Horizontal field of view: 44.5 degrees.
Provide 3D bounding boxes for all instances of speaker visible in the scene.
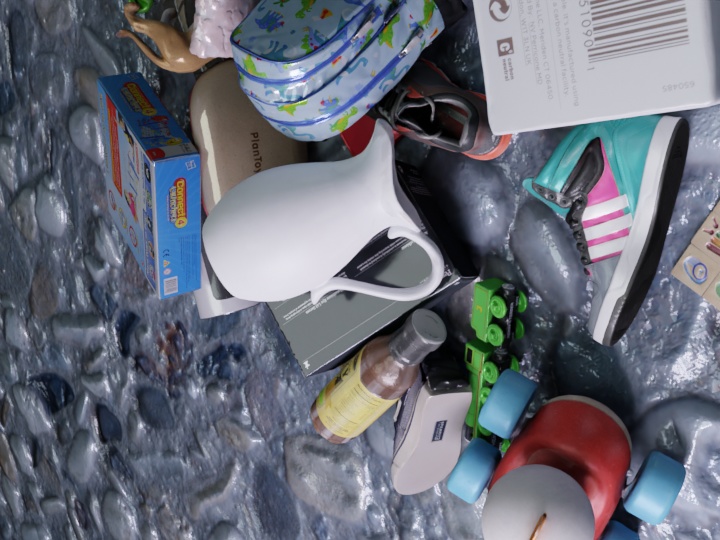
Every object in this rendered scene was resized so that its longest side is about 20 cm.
[{"bbox_3d":[-0.191,-0.044,1.126,0.081,0.081,0.201,-11,94,44],"label":"speaker"}]

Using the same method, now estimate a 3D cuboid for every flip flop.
[{"bbox_3d":[-0.178,-0.288,1.063,0.081,0.058,0.201,-5,114,39],"label":"flip flop"}]

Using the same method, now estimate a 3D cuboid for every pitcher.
[{"bbox_3d":[-0.033,-0.027,0.837,0.199,0.121,0.172,-23,97,10],"label":"pitcher"}]

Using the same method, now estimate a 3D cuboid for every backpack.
[{"bbox_3d":[-0.027,-0.218,0.824,0.163,0.154,0.200,38,95,31],"label":"backpack"}]

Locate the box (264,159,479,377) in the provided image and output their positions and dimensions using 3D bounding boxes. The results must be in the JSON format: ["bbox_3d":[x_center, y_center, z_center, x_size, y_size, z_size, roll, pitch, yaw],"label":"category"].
[{"bbox_3d":[0.000,0.000,0.917,0.200,0.079,0.142,-33,76,20],"label":"box"}]

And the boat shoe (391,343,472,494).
[{"bbox_3d":[0.068,0.154,0.963,0.093,0.074,0.201,-111,27,-43],"label":"boat shoe"}]

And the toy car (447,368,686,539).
[{"bbox_3d":[0.155,0.220,0.773,0.184,0.200,0.178,30,122,17],"label":"toy car"}]

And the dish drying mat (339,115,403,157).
[{"bbox_3d":[-0.026,-0.208,0.966,0.077,0.018,0.201,-42,73,40],"label":"dish drying mat"}]

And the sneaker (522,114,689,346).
[{"bbox_3d":[0.196,-0.044,0.761,0.120,0.083,0.201,21,108,32],"label":"sneaker"}]

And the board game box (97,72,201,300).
[{"bbox_3d":[-0.255,-0.103,1.064,0.196,0.056,0.201,51,145,39],"label":"board game box"}]

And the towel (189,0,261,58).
[{"bbox_3d":[-0.075,-0.304,0.853,0.032,0.191,0.201,27,115,32],"label":"towel"}]

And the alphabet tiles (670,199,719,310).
[{"bbox_3d":[0.358,-0.025,0.673,0.167,0.008,0.201,43,127,26],"label":"alphabet tiles"}]

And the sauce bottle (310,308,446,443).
[{"bbox_3d":[0.018,0.107,0.898,0.065,0.065,0.200,55,133,16],"label":"sauce bottle"}]

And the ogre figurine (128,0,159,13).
[{"bbox_3d":[-0.269,-0.430,1.068,0.120,0.098,0.201,-12,72,50],"label":"ogre figurine"}]

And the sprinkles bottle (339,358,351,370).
[{"bbox_3d":[-0.031,0.037,1.010,0.068,0.068,0.201,-43,73,41],"label":"sprinkles bottle"}]

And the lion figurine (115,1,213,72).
[{"bbox_3d":[-0.163,-0.262,0.966,0.199,0.072,0.123,-28,75,5],"label":"lion figurine"}]

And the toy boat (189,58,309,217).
[{"bbox_3d":[-0.135,-0.146,1.034,0.131,0.130,0.201,-157,58,-69],"label":"toy boat"}]

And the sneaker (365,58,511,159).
[{"bbox_3d":[0.051,-0.166,0.858,0.199,0.082,0.077,25,111,33],"label":"sneaker"}]

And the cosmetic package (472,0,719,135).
[{"bbox_3d":[0.201,-0.198,0.632,0.164,0.200,0.166,-1,102,42],"label":"cosmetic package"}]

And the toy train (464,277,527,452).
[{"bbox_3d":[0.132,0.102,0.897,0.056,0.042,0.201,30,124,49],"label":"toy train"}]
